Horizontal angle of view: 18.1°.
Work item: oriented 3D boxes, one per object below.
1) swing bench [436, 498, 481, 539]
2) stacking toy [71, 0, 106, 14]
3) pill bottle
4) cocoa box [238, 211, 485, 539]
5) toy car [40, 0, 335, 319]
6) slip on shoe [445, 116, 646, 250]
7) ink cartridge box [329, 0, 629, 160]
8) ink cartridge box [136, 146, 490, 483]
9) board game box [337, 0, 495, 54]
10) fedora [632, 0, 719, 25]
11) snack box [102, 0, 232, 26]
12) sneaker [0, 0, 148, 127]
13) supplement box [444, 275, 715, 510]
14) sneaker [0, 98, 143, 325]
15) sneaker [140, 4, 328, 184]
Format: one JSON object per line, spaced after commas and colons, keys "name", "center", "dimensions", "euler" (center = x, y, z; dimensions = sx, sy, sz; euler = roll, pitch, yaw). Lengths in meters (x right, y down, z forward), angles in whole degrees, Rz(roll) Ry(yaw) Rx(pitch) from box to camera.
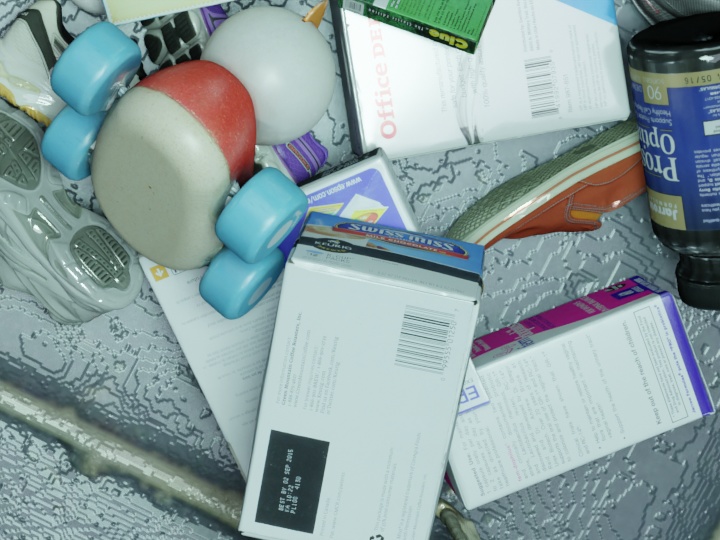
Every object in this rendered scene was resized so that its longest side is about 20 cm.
{"name": "swing bench", "center": [0.027, 0.242, 1.647], "dimensions": [0.199, 0.199, 0.130], "euler": [7, 98, -8]}
{"name": "stacking toy", "center": [-0.241, -0.251, 1.598], "dimensions": [0.146, 0.146, 0.200], "euler": [-45, 119, 0]}
{"name": "pill bottle", "center": [0.260, -0.079, 1.632], "dimensions": [0.111, 0.112, 0.201], "euler": [-12, 108, -6]}
{"name": "cocoa box", "center": [0.003, 0.079, 1.543], "dimensions": [0.133, 0.131, 0.201], "euler": [12, 107, 3]}
{"name": "toy car", "center": [-0.084, -0.108, 1.548], "dimensions": [0.184, 0.177, 0.200], "euler": [41, 63, 9]}
{"name": "slip on shoe", "center": [0.156, -0.052, 1.692], "dimensions": [0.199, 0.074, 0.061], "euler": [-27, 103, -8]}
{"name": "ink cartridge box", "center": [0.084, -0.168, 1.657], "dimensions": [0.199, 0.084, 0.146], "euler": [-10, 99, -7]}
{"name": "ink cartridge box", "center": [-0.032, 0.039, 1.627], "dimensions": [0.198, 0.043, 0.201], "euler": [-22, 102, 13]}
{"name": "board game box", "center": [0.066, -0.255, 1.605], "dimensions": [0.104, 0.023, 0.201], "euler": [21, 66, 3]}
{"name": "fedora", "center": [0.292, -0.244, 1.672], "dimensions": [0.199, 0.090, 0.178], "euler": [8, 97, -9]}
{"name": "snack box", "center": [-0.096, -0.244, 1.550], "dimensions": [0.199, 0.037, 0.117], "euler": [-9, 106, 21]}
{"name": "sneaker", "center": [-0.172, -0.120, 1.634], "dimensions": [0.200, 0.076, 0.088], "euler": [34, 92, -11]}
{"name": "supplement box", "center": [0.147, 0.090, 1.693], "dimensions": [0.199, 0.101, 0.104], "euler": [-23, 100, -4]}
{"name": "sneaker", "center": [-0.252, -0.037, 1.630], "dimensions": [0.099, 0.078, 0.200], "euler": [-35, 93, 43]}
{"name": "sneaker", "center": [-0.092, -0.147, 1.654], "dimensions": [0.083, 0.081, 0.200], "euler": [-32, 97, -32]}
